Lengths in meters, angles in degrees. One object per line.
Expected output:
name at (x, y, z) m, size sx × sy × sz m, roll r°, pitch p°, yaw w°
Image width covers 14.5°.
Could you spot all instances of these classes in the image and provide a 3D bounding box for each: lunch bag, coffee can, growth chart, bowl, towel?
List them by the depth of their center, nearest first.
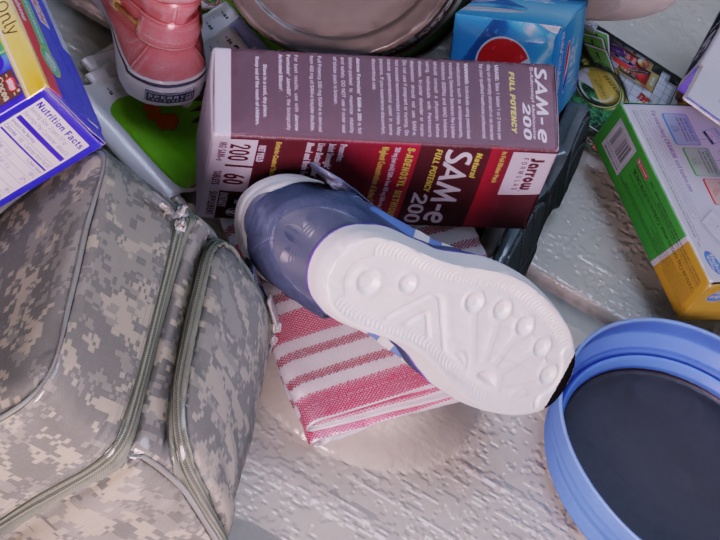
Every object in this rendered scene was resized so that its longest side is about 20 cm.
lunch bag at (-0.129, 0.060, 1.507) m, size 0.168 × 0.139 × 0.200 m, roll 39°, pitch 39°, yaw -28°
towel at (0.000, 0.000, 1.679) m, size 0.146 × 0.030 × 0.200 m, roll -15°, pitch 64°, yaw -18°
coffee can at (-0.002, -0.198, 1.710) m, size 0.146 × 0.147 × 0.200 m, roll 37°, pitch 6°, yaw 3°
bowl at (0.201, 0.120, 1.721) m, size 0.200 × 0.039 × 0.201 m, roll 17°, pitch 45°, yaw -18°
growth chart at (-0.096, -0.112, 1.763) m, size 0.145 × 0.018 × 0.200 m, roll 41°, pitch 44°, yaw 6°

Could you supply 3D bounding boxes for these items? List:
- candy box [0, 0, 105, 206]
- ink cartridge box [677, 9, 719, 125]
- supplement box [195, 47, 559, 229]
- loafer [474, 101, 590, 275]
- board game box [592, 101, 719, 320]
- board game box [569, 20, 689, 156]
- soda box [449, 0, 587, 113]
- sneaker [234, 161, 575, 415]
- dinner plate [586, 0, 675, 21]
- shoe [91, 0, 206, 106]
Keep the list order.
candy box at (-0.260, -0.096, 1.515) m, size 0.169 × 0.200 × 0.077 m, roll 63°, pitch 7°, yaw 29°
ink cartridge box at (0.312, -0.099, 1.891) m, size 0.198 × 0.043 × 0.200 m, roll 35°, pitch 40°, yaw 0°
supplement box at (0.008, -0.075, 1.642) m, size 0.199 × 0.109 × 0.061 m, roll 1°, pitch 65°, yaw -8°
loafer at (0.089, -0.043, 1.787) m, size 0.063 × 0.072 × 0.200 m, roll 18°, pitch 41°, yaw 12°
board game box at (0.269, -0.039, 1.874) m, size 0.199 × 0.040 × 0.153 m, roll 0°, pitch 53°, yaw -32°
board game box at (0.218, -0.088, 1.933) m, size 0.200 × 0.023 × 0.105 m, roll 32°, pitch 45°, yaw -3°
soda box at (0.100, -0.137, 1.783) m, size 0.068 × 0.064 × 0.200 m, roll 8°, pitch 11°, yaw 8°
sneaker at (0.018, 0.004, 1.618) m, size 0.200 × 0.081 × 0.146 m, roll 26°, pitch 5°, yaw -36°
dinner plate at (0.113, -0.207, 1.868) m, size 0.200 × 0.200 × 0.024 m, roll 24°, pitch 75°, yaw -11°
shoe at (-0.132, -0.195, 1.737) m, size 0.071 × 0.091 × 0.200 m, roll -3°, pitch 41°, yaw -18°
